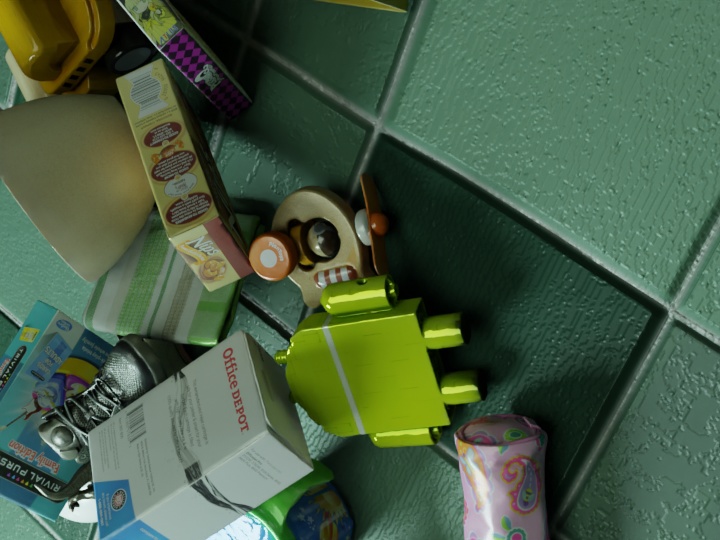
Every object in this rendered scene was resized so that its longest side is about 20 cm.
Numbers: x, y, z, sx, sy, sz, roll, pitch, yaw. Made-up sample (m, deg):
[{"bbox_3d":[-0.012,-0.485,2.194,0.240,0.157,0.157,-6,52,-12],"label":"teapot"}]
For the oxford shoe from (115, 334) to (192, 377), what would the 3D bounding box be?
[{"bbox_3d":[-0.215,0.130,1.255,0.071,0.074,0.200,-40,77,36],"label":"oxford shoe"}]

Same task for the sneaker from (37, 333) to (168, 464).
[{"bbox_3d":[-0.267,0.141,1.175,0.076,0.114,0.199,49,144,6],"label":"sneaker"}]

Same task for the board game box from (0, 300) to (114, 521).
[{"bbox_3d":[-0.347,0.157,1.248,0.047,0.151,0.201,17,72,41],"label":"board game box"}]

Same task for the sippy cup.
[{"bbox_3d":[-0.080,0.276,1.156,0.177,0.130,0.140,-25,88,38],"label":"sippy cup"}]

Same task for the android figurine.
[{"bbox_3d":[0.014,0.092,1.058,0.199,0.041,0.183,-10,114,23],"label":"android figurine"}]

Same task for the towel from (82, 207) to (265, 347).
[{"bbox_3d":[-0.200,0.006,1.201,0.199,0.031,0.150,6,72,34],"label":"towel"}]

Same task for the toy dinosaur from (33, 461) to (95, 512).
[{"bbox_3d":[-0.267,0.228,1.264,0.102,0.199,0.077,-52,37,23],"label":"toy dinosaur"}]

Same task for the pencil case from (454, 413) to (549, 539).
[{"bbox_3d":[0.135,0.233,1.018,0.087,0.087,0.201,0,103,37],"label":"pencil case"}]

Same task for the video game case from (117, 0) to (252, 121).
[{"bbox_3d":[-0.195,-0.245,1.075,0.036,0.200,0.181,-40,75,2],"label":"video game case"}]

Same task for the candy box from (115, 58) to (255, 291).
[{"bbox_3d":[-0.170,-0.093,1.098,0.055,0.116,0.201,-24,61,2],"label":"candy box"}]

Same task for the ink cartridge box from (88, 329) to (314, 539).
[{"bbox_3d":[-0.158,0.175,1.099,0.200,0.084,0.145,-34,41,10],"label":"ink cartridge box"}]

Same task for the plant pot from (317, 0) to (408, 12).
[{"bbox_3d":[-0.072,-0.337,0.964,0.199,0.200,0.177,17,100,33],"label":"plant pot"}]

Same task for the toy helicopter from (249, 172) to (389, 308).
[{"bbox_3d":[0.000,0.000,1.077,0.200,0.079,0.132,47,116,5],"label":"toy helicopter"}]

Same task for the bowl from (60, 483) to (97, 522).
[{"bbox_3d":[-0.353,0.227,1.374,0.200,0.090,0.202,11,109,34],"label":"bowl"}]

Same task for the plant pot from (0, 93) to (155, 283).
[{"bbox_3d":[-0.285,-0.107,1.178,0.134,0.200,0.201,-36,77,-4],"label":"plant pot"}]

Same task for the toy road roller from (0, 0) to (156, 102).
[{"bbox_3d":[-0.331,-0.241,1.200,0.200,0.146,0.123,-35,80,37],"label":"toy road roller"}]
